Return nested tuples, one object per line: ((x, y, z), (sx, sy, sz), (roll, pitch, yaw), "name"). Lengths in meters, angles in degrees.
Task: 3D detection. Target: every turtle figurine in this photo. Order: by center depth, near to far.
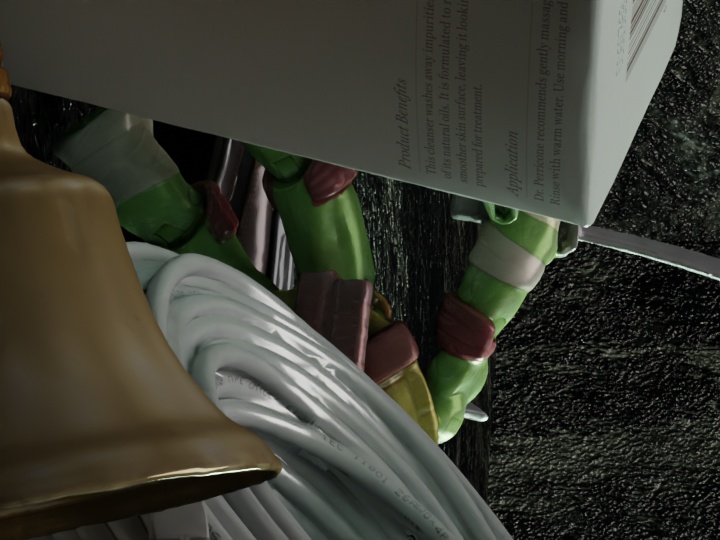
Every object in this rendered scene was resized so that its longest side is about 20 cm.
((0.000, 0.000, 0.922), (0.194, 0.200, 0.144), (56, -25, -11), "turtle figurine")

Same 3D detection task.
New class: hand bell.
((-0.085, -0.045, 0.566), (0.104, 0.104, 0.201), (45, 34, -81), "hand bell")

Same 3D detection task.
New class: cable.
((-0.020, 0.082, 0.715), (0.200, 0.069, 0.200), (36, 18, -36), "cable")

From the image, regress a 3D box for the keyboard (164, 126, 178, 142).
((-0.072, 0.012, 1.105), (0.127, 0.021, 0.201), (-92, 176, -48), "keyboard")

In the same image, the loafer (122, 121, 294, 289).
((-0.061, -0.058, 0.989), (0.063, 0.072, 0.201), (0, 89, -45), "loafer")

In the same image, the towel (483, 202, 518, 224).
((0.031, -0.130, 0.819), (0.200, 0.031, 0.150), (67, 19, -50), "towel")

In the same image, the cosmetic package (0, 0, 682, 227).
((-0.023, -0.095, 0.654), (0.113, 0.199, 0.081), (91, 22, -45), "cosmetic package")
